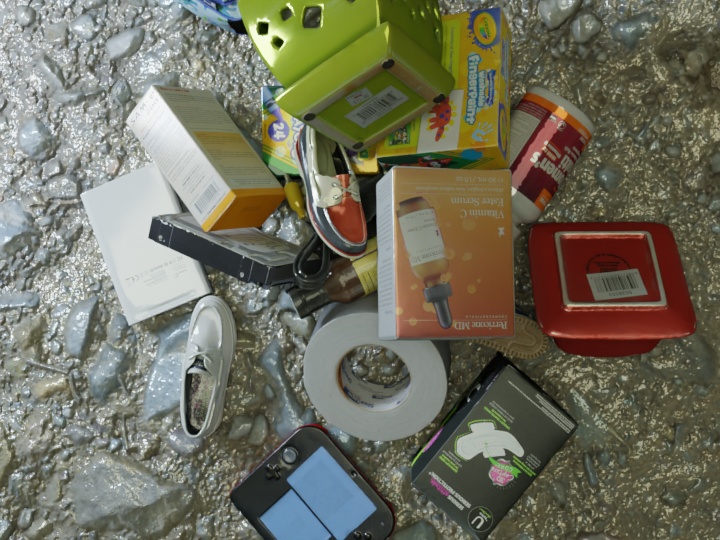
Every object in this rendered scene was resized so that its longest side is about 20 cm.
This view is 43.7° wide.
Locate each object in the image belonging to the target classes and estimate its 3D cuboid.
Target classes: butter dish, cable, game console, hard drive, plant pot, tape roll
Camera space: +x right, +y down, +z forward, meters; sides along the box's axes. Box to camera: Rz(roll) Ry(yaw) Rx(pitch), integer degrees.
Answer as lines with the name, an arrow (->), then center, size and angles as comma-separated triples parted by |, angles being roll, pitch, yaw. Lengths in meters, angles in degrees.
butter dish -> 0.322, 0.045, 1.198 | 0.196, 0.149, 0.202 | 0, 47, 4
cable -> -0.052, -0.052, 1.185 | 0.095, 0.051, 0.203 | 7, 55, -16
game console -> -0.066, 0.340, 1.283 | 0.177, 0.031, 0.200 | -42, 87, 4
hard drive -> -0.165, -0.031, 1.202 | 0.198, 0.139, 0.038 | 24, 106, 25
plant pot -> -0.006, -0.271, 1.104 | 0.198, 0.198, 0.184 | -28, 64, 25
hard drive -> -0.310, -0.039, 1.300 | 0.130, 0.025, 0.203 | -21, 89, 4
tape roll -> 0.023, 0.130, 1.216 | 0.197, 0.066, 0.203 | 4, 116, 8

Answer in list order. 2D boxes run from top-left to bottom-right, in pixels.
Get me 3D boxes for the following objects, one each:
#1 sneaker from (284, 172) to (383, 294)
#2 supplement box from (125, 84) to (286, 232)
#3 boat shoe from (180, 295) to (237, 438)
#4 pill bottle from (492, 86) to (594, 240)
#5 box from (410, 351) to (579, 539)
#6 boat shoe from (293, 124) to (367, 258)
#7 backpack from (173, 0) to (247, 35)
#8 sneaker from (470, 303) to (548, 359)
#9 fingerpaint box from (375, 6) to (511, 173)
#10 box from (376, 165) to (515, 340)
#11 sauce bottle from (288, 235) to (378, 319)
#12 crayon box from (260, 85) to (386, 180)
sneaker -> -0.032, -0.048, 1.260 | 0.198, 0.060, 0.106 | -28, 61, 25
supplement box -> -0.207, -0.152, 1.216 | 0.074, 0.125, 0.201 | -44, 74, 25
boat shoe -> -0.224, 0.138, 1.274 | 0.071, 0.069, 0.204 | 12, 92, 4
pill bottle -> 0.219, -0.136, 1.213 | 0.109, 0.110, 0.202 | 34, 93, 3
box -> 0.173, 0.231, 1.202 | 0.124, 0.149, 0.201 | 40, 93, 2
boat shoe -> -0.034, -0.111, 1.161 | 0.070, 0.063, 0.202 | -3, 60, -32
backpack -> -0.206, -0.448, 1.226 | 0.198, 0.147, 0.185 | 26, 91, 7
sneaker -> 0.151, 0.055, 1.215 | 0.198, 0.109, 0.071 | 25, 98, -6
fingerpaint box -> 0.113, -0.233, 1.191 | 0.164, 0.073, 0.203 | -4, 70, 21
box -> 0.102, -0.017, 1.099 | 0.149, 0.106, 0.204 | -1, 85, -10
sauce bottle -> 0.000, 0.000, 1.176 | 0.198, 0.065, 0.066 | -26, 89, -3
crayon box -> -0.039, -0.196, 1.263 | 0.196, 0.052, 0.128 | -2, 91, 4
